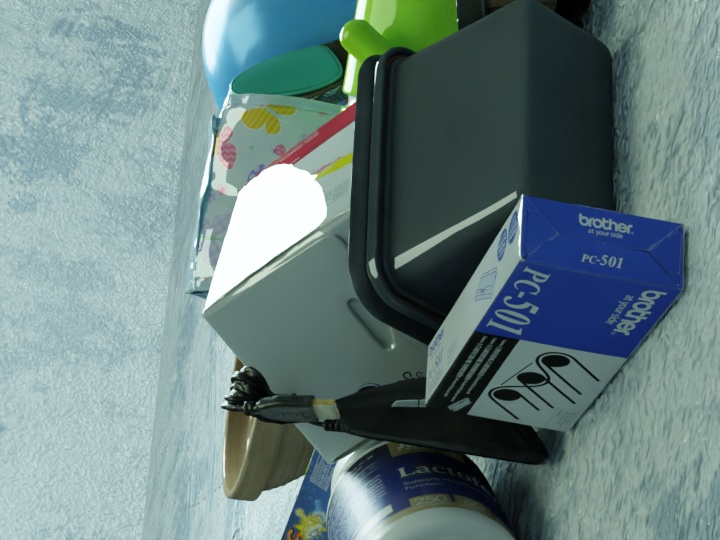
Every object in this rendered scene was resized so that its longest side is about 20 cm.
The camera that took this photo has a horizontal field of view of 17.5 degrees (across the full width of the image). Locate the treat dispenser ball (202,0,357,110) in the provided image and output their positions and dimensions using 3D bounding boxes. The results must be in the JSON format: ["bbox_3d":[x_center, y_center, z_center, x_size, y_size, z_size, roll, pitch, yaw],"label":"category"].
[{"bbox_3d":[-0.040,-0.197,2.060,0.201,0.200,0.202,-170,90,-80],"label":"treat dispenser ball"}]

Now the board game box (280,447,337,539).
[{"bbox_3d":[-0.008,0.171,1.754,0.135,0.034,0.201,-26,-39,-58],"label":"board game box"}]

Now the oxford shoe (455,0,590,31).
[{"bbox_3d":[0.115,-0.169,1.570,0.200,0.084,0.073,-18,-76,-81],"label":"oxford shoe"}]

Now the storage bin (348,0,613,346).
[{"bbox_3d":[0.091,-0.061,1.452,0.134,0.145,0.201,-29,45,41],"label":"storage bin"}]

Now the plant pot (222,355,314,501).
[{"bbox_3d":[-0.060,0.110,2.078,0.201,0.092,0.202,-170,90,-81],"label":"plant pot"}]

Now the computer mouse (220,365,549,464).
[{"bbox_3d":[0.014,0.081,1.437,0.140,0.199,0.046,27,-109,-72],"label":"computer mouse"}]

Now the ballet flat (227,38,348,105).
[{"bbox_3d":[-0.010,-0.158,1.940,0.074,0.199,0.075,159,90,-88],"label":"ballet flat"}]

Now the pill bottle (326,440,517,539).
[{"bbox_3d":[0.038,0.175,1.505,0.200,0.115,0.116,-117,38,-72],"label":"pill bottle"}]

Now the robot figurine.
[{"bbox_3d":[0.048,-0.160,1.772,0.175,0.115,0.201,-15,-65,-76],"label":"robot figurine"}]

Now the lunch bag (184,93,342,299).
[{"bbox_3d":[-0.032,-0.043,1.872,0.127,0.199,0.171,136,142,-72],"label":"lunch bag"}]

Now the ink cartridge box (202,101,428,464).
[{"bbox_3d":[0.000,0.000,1.584,0.144,0.145,0.200,-34,18,19],"label":"ink cartridge box"}]

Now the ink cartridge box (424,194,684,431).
[{"bbox_3d":[0.106,0.028,1.332,0.200,0.093,0.044,119,159,-60],"label":"ink cartridge box"}]
